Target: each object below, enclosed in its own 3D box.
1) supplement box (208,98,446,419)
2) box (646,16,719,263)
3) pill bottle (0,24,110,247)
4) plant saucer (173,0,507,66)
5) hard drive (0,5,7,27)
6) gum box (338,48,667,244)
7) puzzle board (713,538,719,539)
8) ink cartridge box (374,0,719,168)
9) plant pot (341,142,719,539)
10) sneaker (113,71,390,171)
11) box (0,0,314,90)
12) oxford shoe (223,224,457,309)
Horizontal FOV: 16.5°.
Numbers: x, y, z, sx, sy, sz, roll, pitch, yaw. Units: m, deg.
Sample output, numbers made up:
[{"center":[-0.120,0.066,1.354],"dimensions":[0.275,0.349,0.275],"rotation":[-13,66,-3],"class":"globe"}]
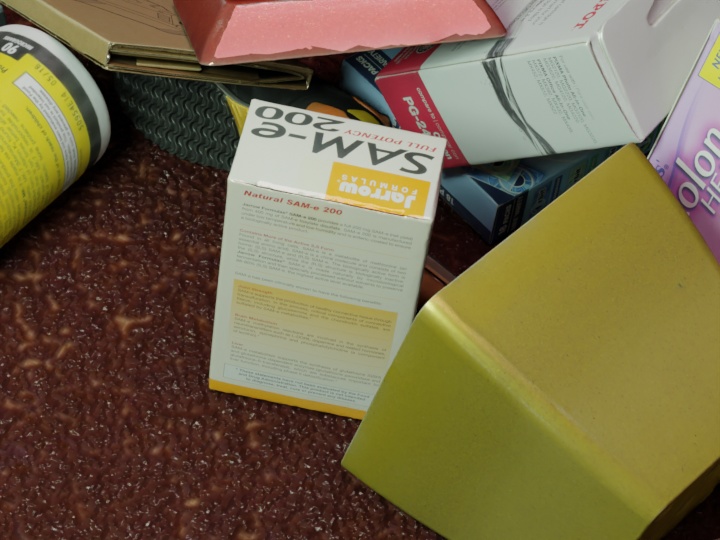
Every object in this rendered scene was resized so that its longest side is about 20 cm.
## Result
[{"center":[-0.023,-0.002,1.546],"dimensions":[0.125,0.201,0.074],"rotation":[12,49,1],"class":"supplement box"},{"center":[0.270,-0.085,1.634],"dimensions":[0.096,0.177,0.200],"rotation":[34,28,17],"class":"box"},{"center":[-0.264,-0.062,1.618],"dimensions":[0.114,0.115,0.200],"rotation":[30,52,17],"class":"pill bottle"},{"center":[-0.019,-0.184,1.649],"dimensions":[0.198,0.037,0.200],"rotation":[-6,18,-8],"class":"plant saucer"},{"center":[-0.357,-0.143,1.694],"dimensions":[0.199,0.033,0.139],"rotation":[-32,35,-30],"class":"hard drive"},{"center":[0.113,-0.126,1.776],"dimensions":[0.199,0.045,0.170],"rotation":[-29,60,-28],"class":"gum box"},{"center":[0.293,0.183,1.472],"dimensions":[0.199,0.017,0.151],"rotation":[-17,23,5],"class":"puzzle board"},{"center":[0.132,-0.144,1.639],"dimensions":[0.199,0.084,0.145],"rotation":[-4,33,47],"class":"ink cartridge box"},{"center":[0.136,0.082,1.515],"dimensions":[0.176,0.200,0.200],"rotation":[45,56,14],"class":"plant pot"},{"center":[-0.074,-0.112,1.732],"dimensions":[0.199,0.070,0.090],"rotation":[22,28,15],"class":"sneaker"},{"center":[-0.150,-0.168,1.691],"dimensions":[0.163,0.021,0.200],"rotation":[3,19,-37],"class":"box"},{"center":[0.000,0.000,1.650],"dimensions":[0.199,0.071,0.072],"rotation":[30,85,9],"class":"oxford shoe"}]
